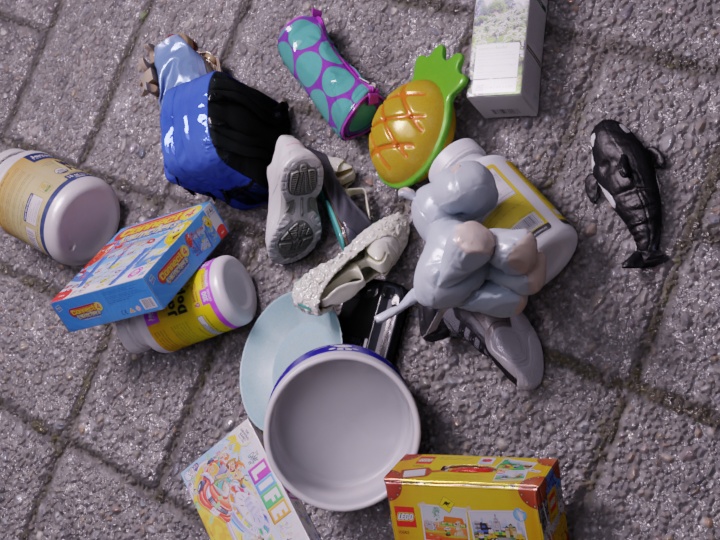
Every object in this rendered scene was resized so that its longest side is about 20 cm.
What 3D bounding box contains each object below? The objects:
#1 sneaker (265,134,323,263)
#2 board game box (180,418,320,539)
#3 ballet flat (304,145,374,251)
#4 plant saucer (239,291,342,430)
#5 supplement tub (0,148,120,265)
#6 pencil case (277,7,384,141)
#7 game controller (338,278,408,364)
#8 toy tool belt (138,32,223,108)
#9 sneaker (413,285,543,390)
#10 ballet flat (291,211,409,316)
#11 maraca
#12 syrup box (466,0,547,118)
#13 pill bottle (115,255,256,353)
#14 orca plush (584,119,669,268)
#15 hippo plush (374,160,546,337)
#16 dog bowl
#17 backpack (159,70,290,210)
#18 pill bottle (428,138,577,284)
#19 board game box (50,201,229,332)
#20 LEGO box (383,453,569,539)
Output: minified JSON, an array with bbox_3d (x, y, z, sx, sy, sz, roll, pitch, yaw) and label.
[{"bbox_3d":[-0.098,-0.102,1.619,0.100,0.077,0.202,-117,32,-45],"label":"sneaker"},{"bbox_3d":[-0.153,0.326,1.584,0.134,0.034,0.201,-39,62,13],"label":"board game box"},{"bbox_3d":[-0.029,-0.109,1.624,0.073,0.073,0.201,-37,56,14],"label":"ballet flat"},{"bbox_3d":[-0.086,0.129,1.584,0.200,0.038,0.204,-18,63,39],"label":"plant saucer"},{"bbox_3d":[-0.495,-0.105,1.821,0.199,0.144,0.146,24,88,30],"label":"supplement tub"},{"bbox_3d":[-0.042,-0.281,1.660,0.093,0.085,0.201,-51,59,25],"label":"pencil case"},{"bbox_3d":[0.002,0.109,1.564,0.104,0.042,0.202,9,80,44],"label":"game controller"},{"bbox_3d":[-0.281,-0.304,1.773,0.124,0.123,0.202,-31,64,17],"label":"toy tool belt"},{"bbox_3d":[0.147,0.077,1.471,0.201,0.075,0.114,56,136,4],"label":"sneaker"},{"bbox_3d":[0.000,0.000,1.536,0.199,0.072,0.072,-36,59,-16],"label":"ballet flat"},{"bbox_3d":[0.080,-0.206,1.555,0.137,0.106,0.202,37,104,47],"label":"maraca"},{"bbox_3d":[0.199,-0.314,1.541,0.078,0.081,0.203,1,76,26],"label":"syrup box"},{"bbox_3d":[-0.257,0.057,1.672,0.198,0.104,0.105,-21,67,22],"label":"pill bottle"},{"bbox_3d":[0.321,-0.103,1.424,0.104,0.071,0.203,-7,73,26],"label":"orca plush"},{"bbox_3d":[0.127,-0.035,1.374,0.200,0.158,0.162,-43,41,41],"label":"hippo plush"},{"bbox_3d":[-0.024,0.198,1.466,0.197,0.079,0.203,0,98,-2],"label":"dog bowl"},{"bbox_3d":[-0.207,-0.179,1.655,0.166,0.200,0.165,-16,70,23],"label":"backpack"},{"bbox_3d":[0.176,-0.075,1.471,0.112,0.112,0.200,-45,60,10],"label":"pill bottle"},{"bbox_3d":[-0.318,-0.006,1.667,0.198,0.056,0.196,-14,28,34],"label":"board game box"},{"bbox_3d":[0.140,0.304,1.372,0.198,0.077,0.151,-2,105,28],"label":"LEGO box"}]
